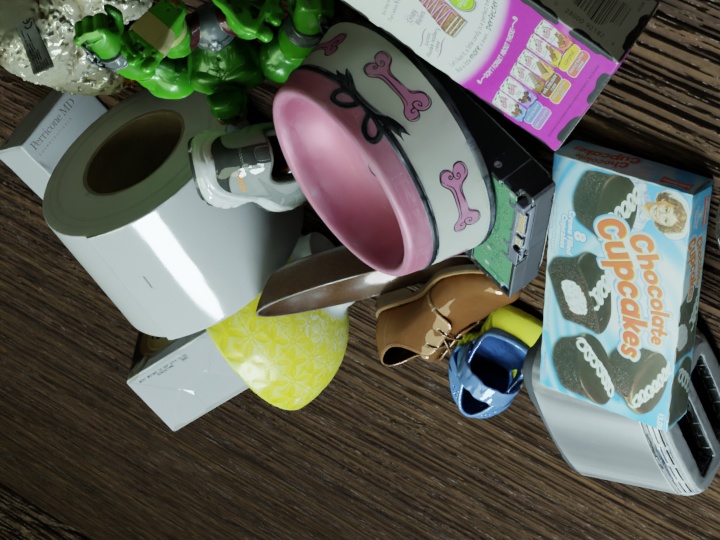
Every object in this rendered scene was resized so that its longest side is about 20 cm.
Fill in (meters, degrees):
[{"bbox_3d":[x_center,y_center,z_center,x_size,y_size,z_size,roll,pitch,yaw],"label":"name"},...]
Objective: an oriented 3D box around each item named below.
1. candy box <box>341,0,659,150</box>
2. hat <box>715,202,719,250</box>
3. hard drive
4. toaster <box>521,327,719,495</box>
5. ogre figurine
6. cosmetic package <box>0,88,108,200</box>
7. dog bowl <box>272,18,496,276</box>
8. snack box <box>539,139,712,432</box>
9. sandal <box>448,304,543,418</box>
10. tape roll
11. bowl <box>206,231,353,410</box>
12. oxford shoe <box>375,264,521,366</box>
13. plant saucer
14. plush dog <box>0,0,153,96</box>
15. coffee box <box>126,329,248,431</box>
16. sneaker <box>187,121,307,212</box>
[{"bbox_3d":[0.083,-0.183,1.077,0.199,0.061,0.136,35,157,2],"label":"candy box"},{"bbox_3d":[0.322,0.025,1.111,0.199,0.081,0.201,29,154,15],"label":"hat"},{"bbox_3d":[0.066,-0.088,1.238,0.200,0.038,0.140,47,160,23],"label":"hard drive"},{"bbox_3d":[0.231,0.111,1.356,0.128,0.114,0.201,12,145,39],"label":"toaster"},{"bbox_3d":[-0.112,-0.179,1.286,0.120,0.199,0.099,58,-173,-69],"label":"ogre figurine"},{"bbox_3d":[-0.267,-0.091,1.673,0.200,0.102,0.074,46,154,-24],"label":"cosmetic package"},{"bbox_3d":[0.010,-0.084,1.211,0.200,0.074,0.201,46,160,22],"label":"dog bowl"},{"bbox_3d":[0.196,0.012,1.210,0.115,0.037,0.202,19,124,32],"label":"snack box"},{"bbox_3d":[0.116,0.102,1.528,0.079,0.087,0.200,31,158,7],"label":"sandal"},{"bbox_3d":[-0.170,-0.060,1.474,0.202,0.203,0.140,11,145,44],"label":"tape roll"},{"bbox_3d":[-0.068,0.023,1.573,0.107,0.201,0.200,-32,118,20],"label":"bowl"},{"bbox_3d":[0.081,0.044,1.454,0.071,0.072,0.200,19,154,-27],"label":"oxford shoe"},{"bbox_3d":[0.000,0.000,1.421,0.200,0.199,0.035,-30,74,64],"label":"plant saucer"},{"bbox_3d":[-0.264,-0.207,1.431,0.199,0.162,0.172,23,176,27],"label":"plush dog"},{"bbox_3d":[-0.158,0.053,1.638,0.112,0.201,0.080,-30,117,20],"label":"coffee box"},{"bbox_3d":[-0.062,-0.089,1.340,0.079,0.200,0.075,-11,92,25],"label":"sneaker"}]
